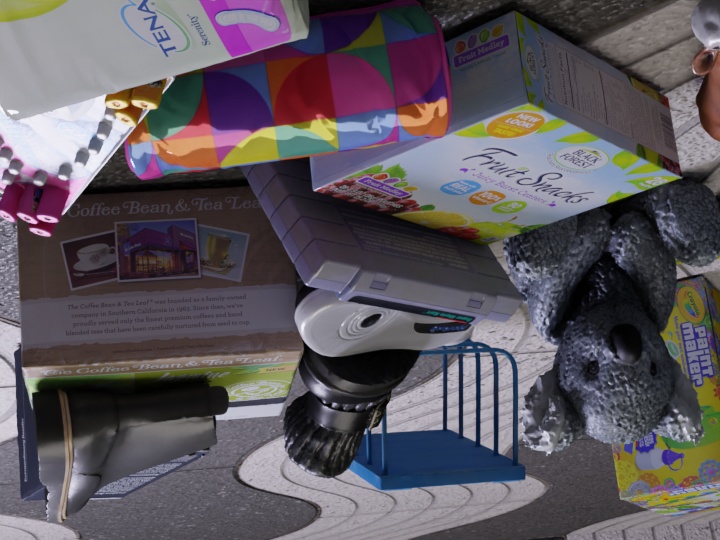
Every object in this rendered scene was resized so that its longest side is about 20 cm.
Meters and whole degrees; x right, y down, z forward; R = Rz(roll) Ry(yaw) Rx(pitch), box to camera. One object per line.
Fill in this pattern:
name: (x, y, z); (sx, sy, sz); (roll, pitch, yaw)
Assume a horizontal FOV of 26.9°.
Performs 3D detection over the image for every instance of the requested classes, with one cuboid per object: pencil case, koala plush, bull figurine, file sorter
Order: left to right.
pencil case: (-0.047, -0.104, 0.857); (0.199, 0.089, 0.088); (-7, 162, -3)
file sorter: (0.053, 0.124, 1.412); (0.138, 0.123, 0.200); (-2, -175, -17)
koala plush: (0.203, 0.051, 1.226); (0.176, 0.201, 0.184); (-5, 162, -8)
bull figurine: (0.259, -0.118, 0.928); (0.121, 0.065, 0.200); (24, 174, 12)

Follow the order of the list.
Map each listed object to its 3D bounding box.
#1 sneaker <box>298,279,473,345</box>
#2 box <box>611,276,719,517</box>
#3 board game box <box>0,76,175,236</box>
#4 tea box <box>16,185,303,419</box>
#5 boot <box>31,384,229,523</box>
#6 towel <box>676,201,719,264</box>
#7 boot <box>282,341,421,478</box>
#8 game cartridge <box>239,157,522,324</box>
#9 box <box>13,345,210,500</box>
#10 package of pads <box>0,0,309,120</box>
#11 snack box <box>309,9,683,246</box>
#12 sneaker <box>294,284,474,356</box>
sneaker: (0.013, 0.021, 1.298); (0.199, 0.077, 0.081); (-6, 150, -16)
box: (0.331, 0.134, 1.525); (0.122, 0.201, 0.193); (-14, 160, 22)
board game box: (-0.222, -0.097, 0.789); (0.199, 0.026, 0.200); (24, 150, -19)
tea box: (-0.154, 0.033, 1.145); (0.199, 0.134, 0.197); (-4, 161, -9)
boot: (-0.173, 0.139, 1.136); (0.138, 0.078, 0.200); (-6, 163, -11)
towel: (0.329, -0.050, 1.270); (0.086, 0.018, 0.200); (-8, 162, -16)
boot: (-0.019, 0.100, 1.196); (0.158, 0.079, 0.211); (-54, 168, 22)
game cartridge: (0.016, -0.024, 1.051); (0.200, 0.130, 0.038); (12, 132, -43)
box: (-0.228, 0.116, 1.350); (0.104, 0.149, 0.200); (4, 160, -32)
package of pads: (-0.122, -0.156, 0.611); (0.154, 0.068, 0.200); (-14, 142, 12)
snack box: (0.090, -0.085, 0.988); (0.168, 0.068, 0.200); (-19, 160, 34)
sneaker: (0.000, 0.000, 1.107); (0.073, 0.112, 0.200); (-38, 156, 25)
